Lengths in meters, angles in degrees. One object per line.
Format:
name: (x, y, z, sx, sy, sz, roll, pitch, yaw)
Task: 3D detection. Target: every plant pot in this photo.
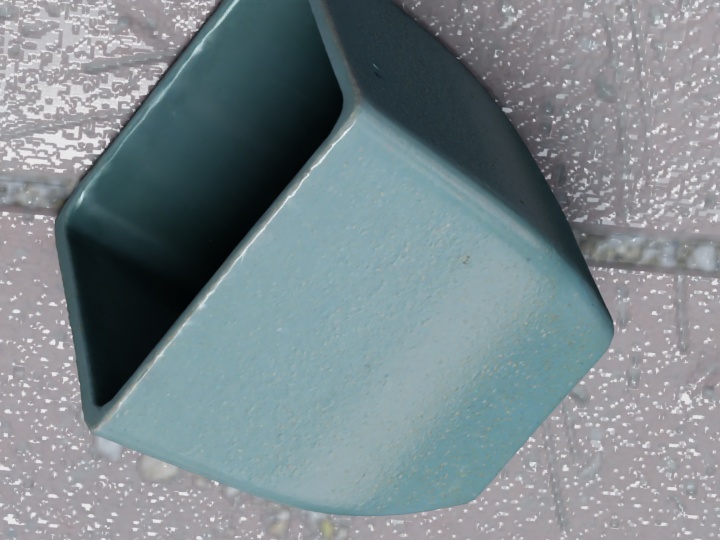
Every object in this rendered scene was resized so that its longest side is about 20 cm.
plant pot: (0.000, 0.000, 1.378, 0.200, 0.196, 0.196, 32, 110, -26)
